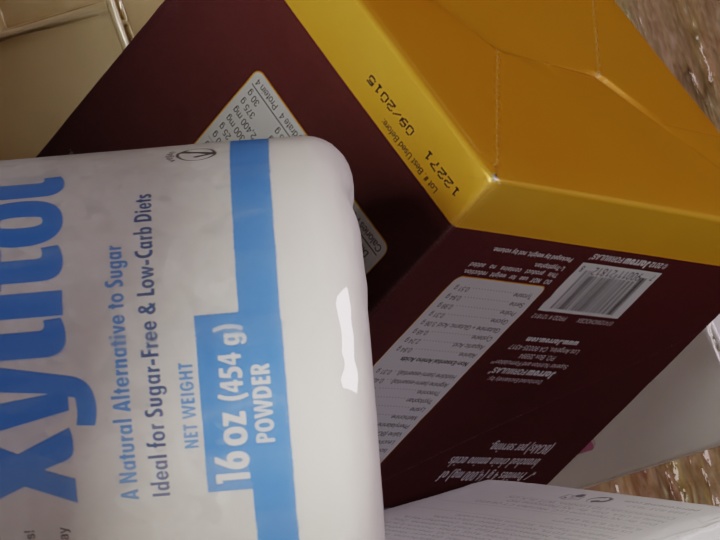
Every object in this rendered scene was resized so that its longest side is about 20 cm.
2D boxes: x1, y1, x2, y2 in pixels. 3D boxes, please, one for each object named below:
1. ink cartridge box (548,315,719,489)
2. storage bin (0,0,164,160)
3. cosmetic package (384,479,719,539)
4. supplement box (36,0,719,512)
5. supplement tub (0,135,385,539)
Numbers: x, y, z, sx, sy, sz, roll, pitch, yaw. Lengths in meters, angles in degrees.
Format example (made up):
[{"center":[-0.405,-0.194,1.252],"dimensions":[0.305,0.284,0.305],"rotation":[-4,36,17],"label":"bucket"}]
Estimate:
[{"center":[0.080,0.040,1.214],"dimensions":[0.085,0.200,0.145],"rotation":[67,21,-11],"label":"ink cartridge box"},{"center":[-0.103,-0.127,1.055],"dimensions":[0.200,0.094,0.199],"rotation":[-21,93,-69],"label":"storage bin"},{"center":[0.020,0.186,0.870],"dimensions":[0.200,0.123,0.200],"rotation":[-12,100,-44],"label":"cosmetic package"},{"center":[0.000,0.000,0.943],"dimensions":[0.197,0.200,0.133],"rotation":[7,42,-54],"label":"supplement box"},{"center":[-0.096,0.036,0.744],"dimensions":[0.132,0.199,0.132],"rotation":[174,-90,-88],"label":"supplement tub"}]
